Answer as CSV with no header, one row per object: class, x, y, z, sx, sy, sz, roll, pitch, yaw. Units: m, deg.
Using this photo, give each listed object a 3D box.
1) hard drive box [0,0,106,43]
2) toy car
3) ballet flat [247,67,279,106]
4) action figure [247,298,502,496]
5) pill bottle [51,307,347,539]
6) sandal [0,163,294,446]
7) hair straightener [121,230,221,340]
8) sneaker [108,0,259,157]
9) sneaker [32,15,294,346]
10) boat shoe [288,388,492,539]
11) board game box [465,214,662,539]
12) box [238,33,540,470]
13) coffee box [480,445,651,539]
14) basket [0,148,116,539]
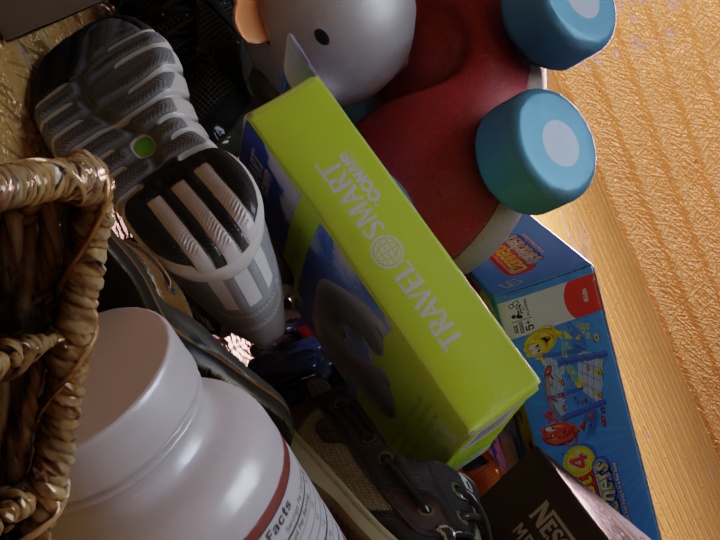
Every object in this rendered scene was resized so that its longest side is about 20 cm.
hard drive box,-0.179,-0.237,0.757,0.156,0.076,0.200,-93,157,-47
toy car,-0.001,-0.106,0.865,0.199,0.184,0.178,28,58,-26
ballet flat,-0.036,-0.088,1.097,0.073,0.073,0.201,36,38,-65
action figure,-0.012,0.095,0.864,0.194,0.199,0.105,55,-40,34
pill bottle,-0.066,0.117,0.650,0.112,0.112,0.201,-87,153,-56
sandal,-0.098,0.020,0.678,0.200,0.081,0.055,40,30,-38
hair straightener,-0.092,0.012,0.813,0.077,0.041,0.200,68,21,-7
sneaker,-0.105,-0.125,0.890,0.115,0.076,0.200,59,15,-30
sneaker,-0.090,-0.032,0.779,0.200,0.075,0.116,55,-6,44
boat shoe,0.025,0.113,0.718,0.201,0.066,0.072,36,-22,41
board game box,0.103,0.071,0.947,0.200,0.056,0.197,-125,-162,-73
box,0.000,0.000,0.776,0.201,0.048,0.122,55,-18,12
coffee box,0.135,0.186,0.797,0.200,0.080,0.113,40,10,-40
basket,-0.134,0.065,0.401,0.200,0.148,0.144,-30,100,-76
